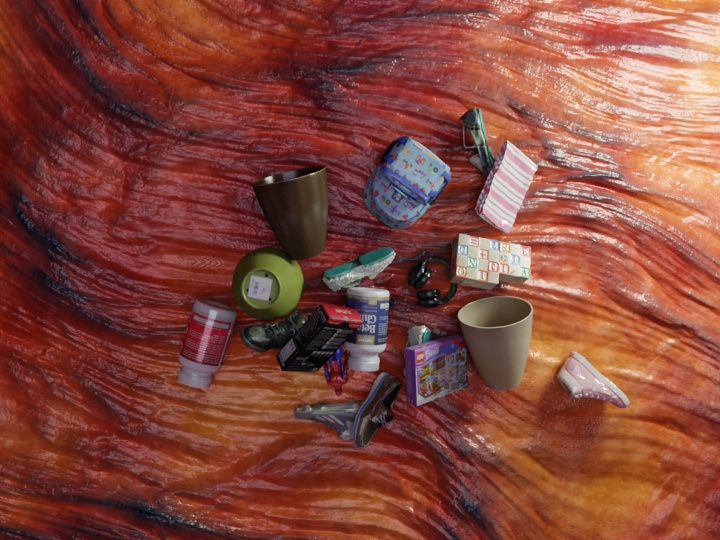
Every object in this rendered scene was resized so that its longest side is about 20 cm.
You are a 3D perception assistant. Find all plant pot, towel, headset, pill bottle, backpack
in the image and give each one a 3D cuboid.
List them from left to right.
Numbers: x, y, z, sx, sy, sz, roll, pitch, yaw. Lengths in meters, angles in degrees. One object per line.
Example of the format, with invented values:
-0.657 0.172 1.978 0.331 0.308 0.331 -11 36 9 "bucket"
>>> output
-0.386 0.182 1.412 0.111 0.112 0.203 17 91 -5 "pill bottle"
-0.233 0.039 1.374 0.184 0.200 0.191 0 93 -4 "plant pot"
-0.154 -0.136 1.400 0.184 0.187 0.203 -13 107 -4 "plant pot"
0.013 0.148 1.442 0.109 0.111 0.204 3 92 -5 "pill bottle"
0.107 -0.212 1.426 0.182 0.135 0.201 39 92 -4 "backpack"
0.160 0.045 1.482 0.198 0.094 0.125 -26 90 -18 "headset"
0.354 0.196 1.451 0.184 0.188 0.203 -13 108 -4 "plant pot"
0.381 -0.211 1.464 0.145 0.030 0.203 24 90 -38 "towel"

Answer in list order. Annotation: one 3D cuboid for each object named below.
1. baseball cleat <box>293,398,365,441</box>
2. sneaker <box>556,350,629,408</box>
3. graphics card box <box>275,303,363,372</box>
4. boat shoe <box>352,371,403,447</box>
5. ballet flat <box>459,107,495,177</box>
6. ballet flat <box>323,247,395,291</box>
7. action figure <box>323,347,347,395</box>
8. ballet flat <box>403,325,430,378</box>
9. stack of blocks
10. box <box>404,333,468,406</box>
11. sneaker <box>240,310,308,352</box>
-0.072 0.391 1.467 0.196 0.070 0.108 -4 92 -4 "baseball cleat"
0.611 0.319 1.514 0.200 0.075 0.105 42 84 3 "sneaker"
-0.100 0.168 1.374 0.200 0.125 0.051 -49 54 23 "graphics card box"
0.045 0.357 1.440 0.072 0.072 0.202 43 66 -47 "boat shoe"
0.307 -0.317 1.477 0.073 0.074 0.203 -18 94 -3 "ballet flat"
0.000 0.000 1.467 0.197 0.072 0.073 -20 94 -1 "ballet flat"
-0.066 0.228 1.472 0.064 0.052 0.204 -4 97 1 "action figure"
0.145 0.243 1.480 0.070 0.072 0.204 5 90 -5 "ballet flat"
0.335 -0.015 1.468 0.196 0.059 0.117 9 72 -6 "stack of blocks"
0.196 0.248 1.441 0.198 0.039 0.139 -8 98 -40 "box"
-0.196 0.144 1.382 0.114 0.198 0.077 -46 56 24 "sneaker"
